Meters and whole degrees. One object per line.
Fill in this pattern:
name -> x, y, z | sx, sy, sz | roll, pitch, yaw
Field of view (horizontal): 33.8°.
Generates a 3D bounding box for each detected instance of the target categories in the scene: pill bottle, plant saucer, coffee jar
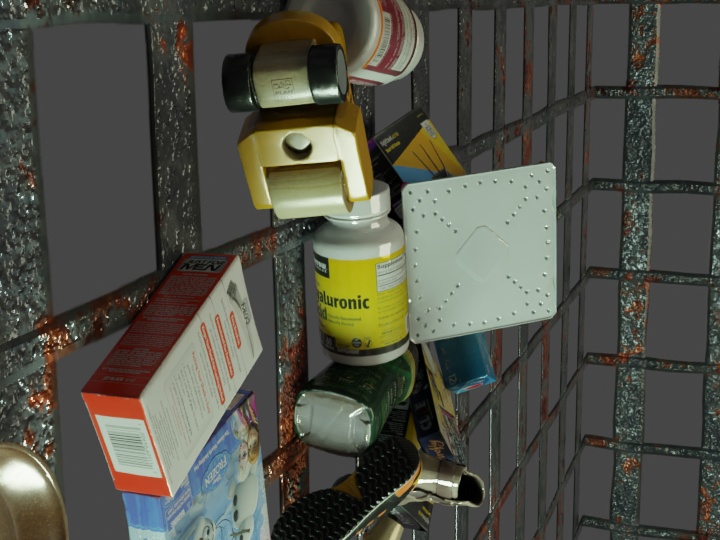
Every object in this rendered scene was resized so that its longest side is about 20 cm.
pill bottle -> 0.000, 0.000, 1.402 | 0.111, 0.109, 0.204 | -43, 133, -62
plant saucer -> -0.269, 0.217, 0.806 | 0.200, 0.036, 0.204 | 4, 90, -69
coffee jar -> 0.001, 0.143, 1.440 | 0.200, 0.103, 0.087 | -44, 142, -61
pill bottle -> -0.001, -0.270, 1.346 | 0.200, 0.112, 0.116 | -12, 105, -69

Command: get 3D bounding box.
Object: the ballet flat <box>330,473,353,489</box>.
ballet flat -> -0.018, 0.301, 1.468 | 0.200, 0.072, 0.075 | -11, 104, -70

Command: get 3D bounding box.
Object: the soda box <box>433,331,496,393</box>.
soda box -> 0.141, 0.075, 1.770 | 0.064, 0.067, 0.203 | 31, 43, -67

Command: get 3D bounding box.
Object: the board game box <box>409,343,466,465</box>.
board game box -> 0.102, 0.197, 1.646 | 0.201, 0.034, 0.136 | -99, 165, -51

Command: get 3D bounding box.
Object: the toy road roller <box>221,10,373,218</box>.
toy road roller -> -0.056, -0.167, 1.213 | 0.147, 0.121, 0.202 | -78, 161, -53

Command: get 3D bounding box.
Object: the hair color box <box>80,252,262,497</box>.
hair color box -> -0.160, 0.086, 1.046 | 0.201, 0.063, 0.112 | -59, 146, -49

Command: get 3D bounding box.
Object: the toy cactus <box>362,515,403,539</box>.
toy cactus -> -0.008, 0.375, 1.445 | 0.166, 0.101, 0.201 | -58, 165, -16

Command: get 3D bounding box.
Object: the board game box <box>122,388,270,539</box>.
board game box -> -0.149, 0.247, 1.133 | 0.200, 0.043, 0.202 | -48, 139, -60

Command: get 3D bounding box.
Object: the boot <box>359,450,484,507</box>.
boot -> 0.090, 0.275, 1.519 | 0.200, 0.144, 0.071 | 38, 62, -62

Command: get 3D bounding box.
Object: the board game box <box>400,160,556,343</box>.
board game box -> 0.145, -0.024, 1.451 | 0.026, 0.196, 0.203 | -133, -144, -64

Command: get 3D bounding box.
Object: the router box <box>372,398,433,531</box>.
router box -> 0.068, 0.280, 1.722 | 0.200, 0.050, 0.152 | 54, 45, -60

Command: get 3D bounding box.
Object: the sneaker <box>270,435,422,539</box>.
sneaker -> -0.009, 0.276, 1.362 | 0.199, 0.070, 0.090 | -36, 150, -7

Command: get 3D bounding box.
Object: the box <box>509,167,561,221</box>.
box -> 0.167, -0.031, 1.575 | 0.201, 0.086, 0.164 | -49, 180, 8

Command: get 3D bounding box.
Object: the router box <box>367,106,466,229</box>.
router box -> 0.074, -0.122, 1.549 | 0.150, 0.051, 0.200 | 54, 27, -4
